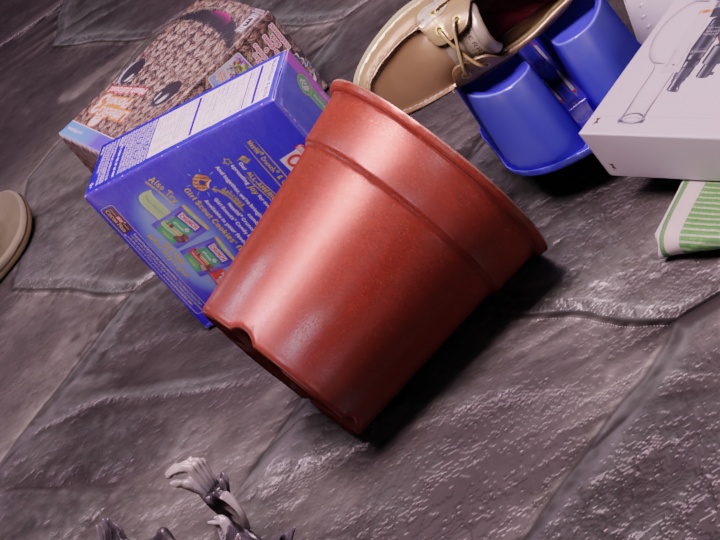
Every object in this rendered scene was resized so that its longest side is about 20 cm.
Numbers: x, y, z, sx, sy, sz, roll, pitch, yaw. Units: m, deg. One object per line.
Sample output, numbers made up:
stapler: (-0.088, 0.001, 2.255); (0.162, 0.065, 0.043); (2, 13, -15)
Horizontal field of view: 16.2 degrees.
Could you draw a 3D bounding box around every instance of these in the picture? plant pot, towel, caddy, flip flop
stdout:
plant pot: (0.000, 0.000, 1.845); (0.196, 0.201, 0.201); (-52, 28, -6)
towel: (0.303, -0.072, 1.732); (0.199, 0.023, 0.153); (-6, 43, 46)
caddy: (0.149, -0.147, 1.947); (0.141, 0.105, 0.200); (-36, 25, 3)
flip flop: (-0.388, -0.008, 2.482); (0.081, 0.058, 0.200); (-9, 40, 46)

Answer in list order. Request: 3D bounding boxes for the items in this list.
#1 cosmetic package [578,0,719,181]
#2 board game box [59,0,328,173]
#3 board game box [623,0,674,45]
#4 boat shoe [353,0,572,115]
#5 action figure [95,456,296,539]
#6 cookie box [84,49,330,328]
cosmetic package: (0.269, -0.133, 1.784); (0.200, 0.052, 0.151); (6, 55, 53)
board game box: (-0.157, -0.149, 2.354); (0.200, 0.097, 0.159); (-46, 27, -11)
board game box: (0.302, -0.239, 1.980); (0.199, 0.026, 0.200); (-33, 28, 15)
boat shoe: (0.081, -0.181, 1.879); (0.200, 0.074, 0.066); (-40, 19, -3)
action figure: (-0.127, 0.202, 1.786); (0.199, 0.102, 0.119); (-16, 24, 42)
cookie box: (-0.093, -0.064, 2.065); (0.199, 0.171, 0.075); (-24, 34, 27)
